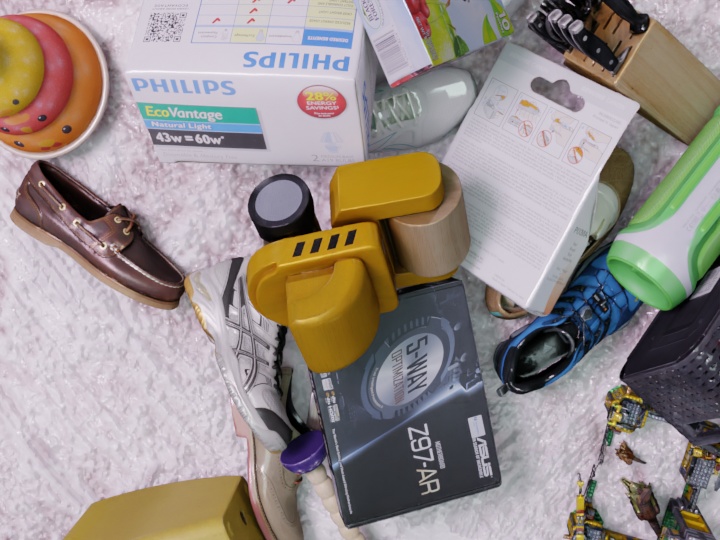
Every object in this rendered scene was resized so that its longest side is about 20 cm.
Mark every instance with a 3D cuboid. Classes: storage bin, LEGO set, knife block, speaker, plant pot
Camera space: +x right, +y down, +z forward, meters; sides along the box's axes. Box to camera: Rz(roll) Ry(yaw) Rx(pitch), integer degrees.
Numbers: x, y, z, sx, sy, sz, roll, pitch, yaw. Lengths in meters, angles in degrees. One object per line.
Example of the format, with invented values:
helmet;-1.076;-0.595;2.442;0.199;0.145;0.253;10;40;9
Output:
storage bin;0.334;0.042;0.896;0.093;0.135;0.201;39;71;-1
LEGO set;0.280;0.215;0.971;0.152;0.116;0.203;23;100;2
knife block;0.237;-0.183;0.884;0.198;0.176;0.065;34;102;0
speaker;0.308;-0.064;0.916;0.088;0.088;0.201;40;82;-1
plant pot;-0.172;0.315;1.007;0.174;0.200;0.203;-24;96;4

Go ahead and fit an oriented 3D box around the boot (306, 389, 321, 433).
boot;0.028;0.093;1.015;0.143;0.070;0.204;10;101;-1

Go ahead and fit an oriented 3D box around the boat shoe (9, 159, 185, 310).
boat shoe;-0.256;-0.036;1.019;0.198;0.070;0.071;31;105;1

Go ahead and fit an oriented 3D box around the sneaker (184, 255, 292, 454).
sneaker;-0.099;0.073;0.989;0.086;0.076;0.202;-23;71;-8

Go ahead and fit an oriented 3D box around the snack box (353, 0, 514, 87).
snack box;0.038;-0.267;0.842;0.052;0.142;0.203;-19;99;41

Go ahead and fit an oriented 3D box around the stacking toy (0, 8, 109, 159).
stacking toy;-0.330;-0.182;0.935;0.143;0.200;0.149;0;92;8

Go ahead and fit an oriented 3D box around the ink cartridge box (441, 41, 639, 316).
ink cartridge box;0.151;-0.086;0.938;0.162;0.050;0.202;36;100;38

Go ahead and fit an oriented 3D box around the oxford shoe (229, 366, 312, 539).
oxford shoe;-0.078;0.196;1.037;0.073;0.070;0.204;-12;98;3

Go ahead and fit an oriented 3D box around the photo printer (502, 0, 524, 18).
photo printer;0.126;-0.349;0.924;0.166;0.069;0.201;38;102;1

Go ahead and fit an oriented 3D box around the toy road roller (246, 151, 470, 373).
toy road roller;0.000;0.000;0.877;0.196;0.124;0.148;-11;55;6

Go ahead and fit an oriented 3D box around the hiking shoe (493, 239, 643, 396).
hiking shoe;0.211;0.050;0.969;0.074;0.087;0.200;43;101;-2

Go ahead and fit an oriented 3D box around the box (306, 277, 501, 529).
box;0.037;0.123;0.966;0.157;0.044;0.204;-12;96;-8

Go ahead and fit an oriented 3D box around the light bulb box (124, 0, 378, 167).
light bulb box;-0.082;-0.206;0.897;0.194;0.125;0.203;3;60;7

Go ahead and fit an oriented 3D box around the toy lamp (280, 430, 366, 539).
toy lamp;-0.015;0.255;1.029;0.057;0.058;0.202;-23;110;9

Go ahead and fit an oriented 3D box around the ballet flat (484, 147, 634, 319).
ballet flat;0.191;-0.029;0.966;0.068;0.072;0.200;42;101;-5

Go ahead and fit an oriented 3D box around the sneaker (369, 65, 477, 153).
sneaker;0.017;-0.141;0.967;0.197;0.080;0.072;-18;95;8
